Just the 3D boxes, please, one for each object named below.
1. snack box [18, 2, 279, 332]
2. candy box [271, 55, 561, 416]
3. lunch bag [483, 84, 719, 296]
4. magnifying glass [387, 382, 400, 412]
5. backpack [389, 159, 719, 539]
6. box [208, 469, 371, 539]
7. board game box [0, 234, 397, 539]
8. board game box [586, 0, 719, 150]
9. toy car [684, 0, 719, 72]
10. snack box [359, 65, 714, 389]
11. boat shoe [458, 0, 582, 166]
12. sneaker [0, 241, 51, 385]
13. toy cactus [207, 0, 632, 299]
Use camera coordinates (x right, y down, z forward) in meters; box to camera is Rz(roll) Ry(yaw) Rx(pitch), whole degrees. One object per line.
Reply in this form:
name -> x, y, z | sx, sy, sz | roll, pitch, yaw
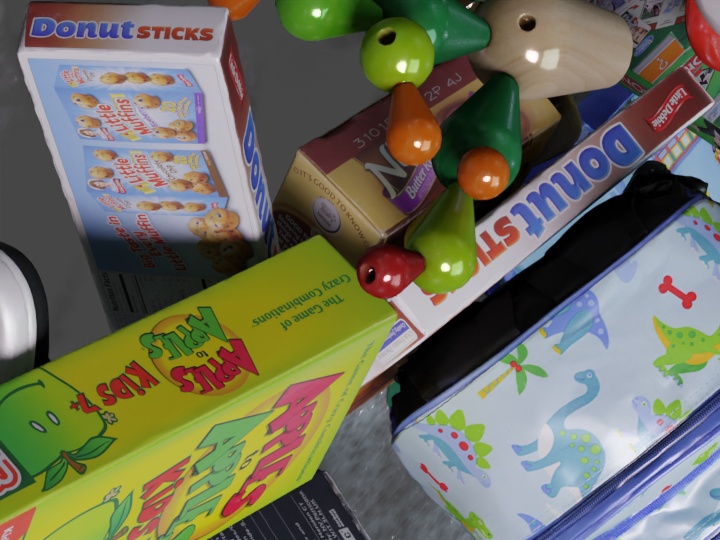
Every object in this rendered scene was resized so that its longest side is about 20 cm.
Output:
snack box -> -0.072, -0.027, 0.865 | 0.200, 0.071, 0.024 | 81, 15, -56
candy box -> 0.000, 0.000, 1.000 | 0.116, 0.056, 0.200 | -34, 161, -36
lunch bag -> 0.136, -0.022, 1.240 | 0.151, 0.094, 0.200 | -46, 145, -10
magnifying glass -> 0.038, 0.036, 1.186 | 0.079, 0.022, 0.200 | -34, 148, -1
backpack -> 0.110, 0.055, 0.965 | 0.183, 0.147, 0.200 | -39, 177, 4
box -> -0.089, 0.183, 1.016 | 0.148, 0.105, 0.200 | -41, 164, 29
board game box -> -0.083, 0.067, 0.824 | 0.200, 0.048, 0.102 | -26, 153, -42
board game box -> 0.193, -0.161, 1.090 | 0.200, 0.134, 0.029 | -50, 155, -7
toy car -> 0.172, -0.163, 1.000 | 0.175, 0.200, 0.150 | -30, 163, -34
snack box -> 0.064, -0.018, 0.939 | 0.200, 0.024, 0.072 | -37, 177, -37
boat shoe -> 0.051, -0.117, 1.001 | 0.073, 0.063, 0.201 | -22, 149, 8
sneaker -> -0.135, 0.047, 0.871 | 0.112, 0.073, 0.200 | -32, 155, -45
toy cactus -> 0.031, -0.082, 0.867 | 0.164, 0.201, 0.102 | 2, 151, -40
